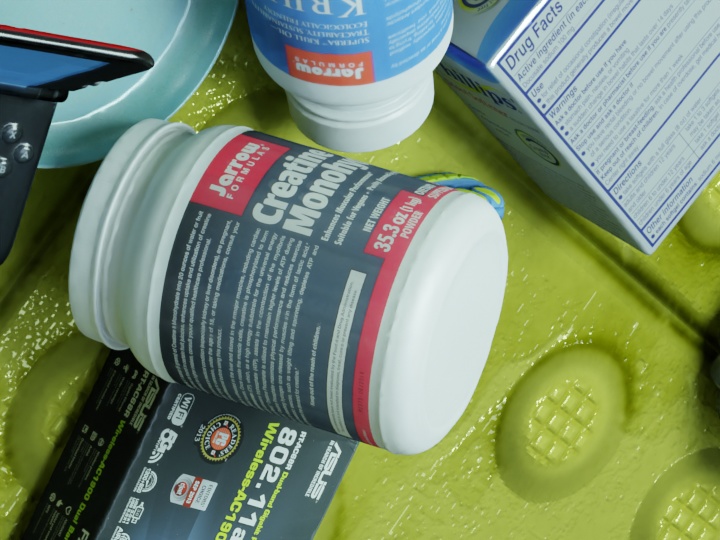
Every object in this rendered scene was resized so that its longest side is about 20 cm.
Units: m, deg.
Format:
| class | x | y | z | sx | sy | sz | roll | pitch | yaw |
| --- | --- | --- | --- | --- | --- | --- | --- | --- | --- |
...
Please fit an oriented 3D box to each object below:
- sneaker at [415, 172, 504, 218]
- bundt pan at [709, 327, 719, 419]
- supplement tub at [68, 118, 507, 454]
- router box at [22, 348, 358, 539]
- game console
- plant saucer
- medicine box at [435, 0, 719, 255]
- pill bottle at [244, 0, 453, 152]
| class | x | y | z | sx | sy | sz | roll | pitch | yaw |
| --- | --- | --- | --- | --- | --- | --- | --- | --- | --- |
| sneaker | 0.000 | 0.000 | 1.644 | 0.199 | 0.071 | 0.083 | -13 | 116 | -34 |
| bundt pan | 0.312 | 0.053 | 1.902 | 0.202 | 0.076 | 0.202 | -16 | 119 | -31 |
| supplement tub | -0.036 | 0.005 | 1.496 | 0.140 | 0.200 | 0.141 | 17 | 90 | -72 |
| router box | -0.107 | 0.151 | 1.631 | 0.150 | 0.062 | 0.200 | 20 | 98 | -42 |
| game console | -0.227 | -0.063 | 1.385 | 0.200 | 0.119 | 0.173 | 8 | 113 | -30 |
| plant saucer | -0.151 | -0.151 | 1.487 | 0.200 | 0.027 | 0.200 | -17 | 121 | -30 |
| medicine box | 0.149 | -0.145 | 1.666 | 0.182 | 0.103 | 0.200 | -50 | 131 | -6 |
| pill bottle | -0.008 | -0.158 | 1.518 | 0.112 | 0.112 | 0.200 | -34 | 144 | -20 |
